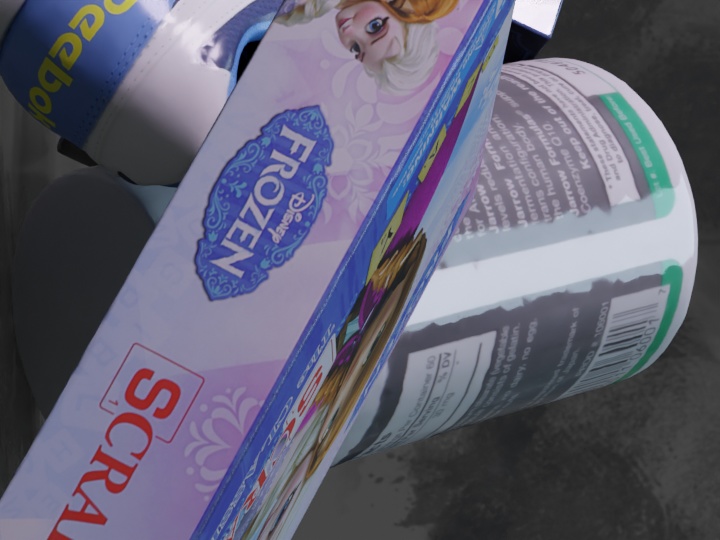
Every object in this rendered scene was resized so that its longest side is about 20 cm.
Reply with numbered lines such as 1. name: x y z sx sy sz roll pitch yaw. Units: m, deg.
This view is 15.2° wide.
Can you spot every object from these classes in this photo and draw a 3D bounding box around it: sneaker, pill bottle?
1. sneaker: -0.029 -0.062 0.749 0.074 0.082 0.200 -58 162 26
2. pill bottle: 0.000 0.000 0.842 0.113 0.200 0.113 17 -68 48

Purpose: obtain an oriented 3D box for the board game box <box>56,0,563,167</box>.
1. board game box: -0.023 -0.075 0.976 0.200 0.135 0.035 125 -14 -59

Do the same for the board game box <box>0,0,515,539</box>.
1. board game box: -0.029 0.030 0.624 0.200 0.041 0.200 -61 174 -12
